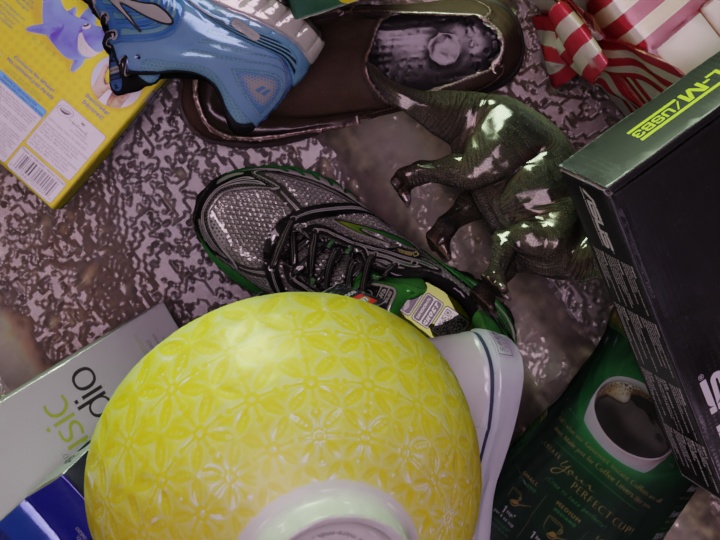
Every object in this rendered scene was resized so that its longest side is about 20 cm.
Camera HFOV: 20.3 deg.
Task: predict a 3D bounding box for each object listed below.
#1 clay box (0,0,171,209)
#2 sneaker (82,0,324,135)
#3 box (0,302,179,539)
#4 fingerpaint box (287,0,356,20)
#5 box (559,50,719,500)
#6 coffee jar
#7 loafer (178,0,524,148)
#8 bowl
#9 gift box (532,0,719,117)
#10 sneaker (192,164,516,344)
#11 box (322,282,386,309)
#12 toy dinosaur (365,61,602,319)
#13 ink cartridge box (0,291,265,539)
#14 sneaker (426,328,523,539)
[{"bbox_3d":[-0.147,-0.147,1.122,0.115,0.048,0.200,41,90,-2],"label":"clay box"},{"bbox_3d":[-0.122,-0.139,1.062,0.199,0.078,0.090,30,96,0],"label":"sneaker"},{"bbox_3d":[-0.154,0.128,1.097,0.199,0.036,0.145,-33,93,-26],"label":"box"},{"bbox_3d":[-0.039,-0.248,1.017,0.073,0.200,0.168,-18,123,1],"label":"fingerpaint box"},{"bbox_3d":[0.209,-0.019,0.974,0.193,0.047,0.201,-36,122,-17],"label":"box"},{"bbox_3d":[0.148,0.090,1.092,0.104,0.085,0.201,41,107,15],"label":"coffee jar"},{"bbox_3d":[-0.006,-0.118,1.113,0.198,0.071,0.074,-14,92,0],"label":"loafer"},{"bbox_3d":[-0.026,0.123,0.949,0.198,0.108,0.202,-7,116,-13],"label":"bowl"},{"bbox_3d":[0.186,-0.155,1.059,0.186,0.185,0.200,-39,89,-1],"label":"gift box"},{"bbox_3d":[0.000,0.000,1.111,0.199,0.085,0.079,25,92,-1],"label":"sneaker"},{"bbox_3d":[-0.038,0.124,1.063,0.136,0.038,0.202,-28,125,-37],"label":"box"},{"bbox_3d":[0.082,-0.043,1.068,0.102,0.077,0.200,-39,69,-10],"label":"toy dinosaur"},{"bbox_3d":[-0.095,0.111,1.088,0.200,0.039,0.100,-44,99,-25],"label":"ink cartridge box"},{"bbox_3d":[0.029,0.124,1.067,0.070,0.073,0.202,3,105,-24],"label":"sneaker"}]
